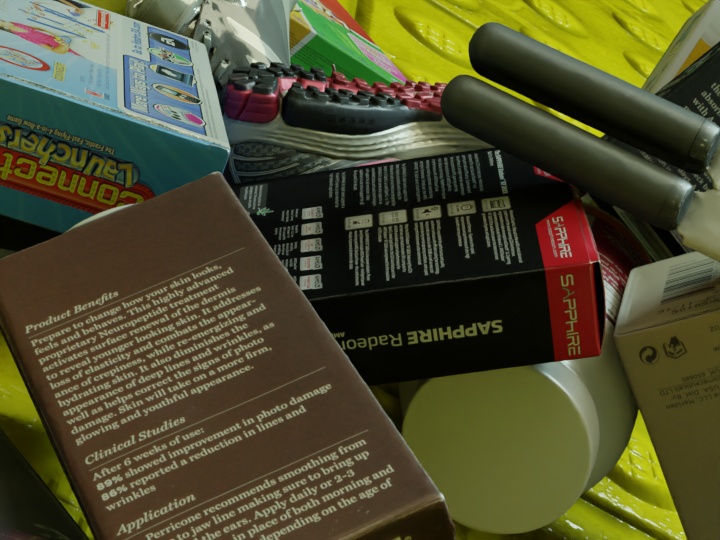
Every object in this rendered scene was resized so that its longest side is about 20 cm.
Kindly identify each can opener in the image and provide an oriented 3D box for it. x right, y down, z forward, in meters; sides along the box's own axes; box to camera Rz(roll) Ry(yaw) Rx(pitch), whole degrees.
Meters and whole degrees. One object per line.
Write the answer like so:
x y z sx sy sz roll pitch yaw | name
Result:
0.130 -0.041 0.720 0.200 0.053 0.066 27 -8 6 | can opener

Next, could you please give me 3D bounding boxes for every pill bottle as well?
0.082 0.044 0.815 0.113 0.113 0.200 35 25 1 | pill bottle

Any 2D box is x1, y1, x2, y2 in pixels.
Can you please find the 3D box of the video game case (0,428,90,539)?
-0.118 0.125 0.526 0.200 0.019 0.143 45 26 24 | video game case

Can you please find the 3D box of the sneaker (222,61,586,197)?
0.023 -0.055 0.838 0.200 0.075 0.081 5 19 -20 | sneaker

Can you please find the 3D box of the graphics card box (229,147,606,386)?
0.000 0.000 0.735 0.199 0.051 0.126 -7 29 2 | graphics card box

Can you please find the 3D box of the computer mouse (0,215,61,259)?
-0.175 -0.021 0.693 0.200 0.044 0.110 6 22 -44 | computer mouse

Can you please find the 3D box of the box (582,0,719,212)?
0.195 -0.048 0.999 0.112 0.200 0.101 33 0 1 | box

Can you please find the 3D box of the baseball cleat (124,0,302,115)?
-0.073 -0.095 0.879 0.106 0.070 0.200 6 62 -38 | baseball cleat

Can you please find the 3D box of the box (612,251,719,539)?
0.189 0.093 0.777 0.095 0.078 0.200 -53 124 -66 | box

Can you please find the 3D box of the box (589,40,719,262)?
0.225 -0.080 0.874 0.107 0.200 0.148 52 0 0 | box

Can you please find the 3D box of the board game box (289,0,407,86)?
-0.055 -0.165 1.063 0.153 0.040 0.200 28 17 -38 | board game box

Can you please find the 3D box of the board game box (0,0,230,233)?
-0.162 -0.084 0.731 0.195 0.056 0.200 17 16 -13 | board game box

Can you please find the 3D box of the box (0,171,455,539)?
-0.052 0.058 0.572 0.100 0.075 0.200 -23 42 -12 | box

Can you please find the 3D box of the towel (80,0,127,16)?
-0.179 -0.186 0.935 0.086 0.018 0.200 5 38 -39 | towel
